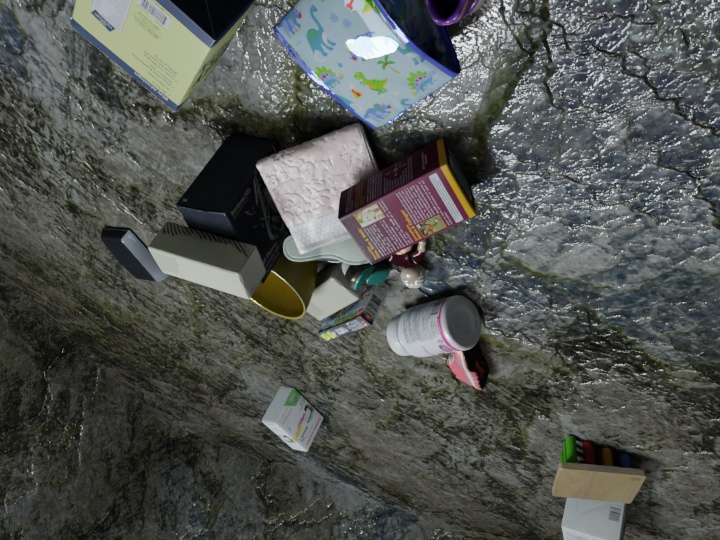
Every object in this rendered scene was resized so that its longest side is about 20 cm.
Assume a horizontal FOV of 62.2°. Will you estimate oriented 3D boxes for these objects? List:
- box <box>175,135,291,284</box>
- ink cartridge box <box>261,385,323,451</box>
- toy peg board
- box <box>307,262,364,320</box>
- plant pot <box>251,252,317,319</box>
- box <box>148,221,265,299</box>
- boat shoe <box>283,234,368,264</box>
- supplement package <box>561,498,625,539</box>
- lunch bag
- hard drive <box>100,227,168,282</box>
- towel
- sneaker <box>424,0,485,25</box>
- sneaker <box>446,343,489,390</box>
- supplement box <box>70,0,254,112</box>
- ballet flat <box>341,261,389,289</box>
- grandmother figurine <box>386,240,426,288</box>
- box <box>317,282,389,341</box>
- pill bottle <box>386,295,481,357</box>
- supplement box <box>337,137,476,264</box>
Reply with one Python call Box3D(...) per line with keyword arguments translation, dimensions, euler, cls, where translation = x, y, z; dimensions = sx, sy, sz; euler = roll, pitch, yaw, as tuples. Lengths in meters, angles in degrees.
Box3D(translation=(-0.223, -0.118, 1.159), dimensions=(0.122, 0.201, 0.198), euler=(10, 144, 25), cls="box")
Box3D(translation=(-0.240, 0.536, 2.153), dimensions=(0.083, 0.146, 0.201), euler=(-4, 136, 41), cls="ink cartridge box")
Box3D(translation=(0.600, 0.505, 1.527), dimensions=(0.196, 0.099, 0.201), euler=(1, 142, 12), cls="toy peg board")
Box3D(translation=(-0.067, 0.044, 1.379), dimensions=(0.082, 0.069, 0.199), euler=(38, 147, -15), cls="box")
Box3D(translation=(-0.173, -0.012, 1.320), dimensions=(0.198, 0.143, 0.201), euler=(23, 150, 14), cls="plant pot")
Box3D(translation=(-0.278, -0.020, 1.085), dimensions=(0.198, 0.069, 0.083), euler=(16, 147, 18), cls="box")
Box3D(translation=(-0.047, -0.052, 1.142), dimensions=(0.197, 0.060, 0.077), euler=(4, 100, 10), cls="boat shoe")
Box3D(translation=(0.662, 0.707, 1.683), dimensions=(0.149, 0.153, 0.201), euler=(7, 143, 29), cls="supplement package")
Box3D(translation=(0.017, -0.301, 0.784), dimensions=(0.201, 0.128, 0.169), euler=(50, 143, -15), cls="lunch bag")
Box3D(translation=(-0.673, -0.042, 1.769), dimensions=(0.133, 0.043, 0.201), euler=(7, 142, 31), cls="hard drive")
Box3D(translation=(-0.058, -0.138, 1.050), dimensions=(0.197, 0.032, 0.193), euler=(-17, 116, 13), cls="towel")
Box3D(translation=(0.089, -0.367, 0.670), dimensions=(0.080, 0.089, 0.201), euler=(6, 141, 34), cls="sneaker")
Box3D(translation=(0.234, 0.211, 1.390), dimensions=(0.086, 0.074, 0.201), euler=(7, 142, 33), cls="sneaker")
Box3D(translation=(-0.293, -0.390, 0.889), dimensions=(0.199, 0.135, 0.199), euler=(39, 147, -17), cls="supplement box")
Box3D(translation=(0.000, 0.000, 1.207), dimensions=(0.068, 0.068, 0.200), euler=(39, -171, 14), cls="ballet flat")
Box3D(translation=(0.076, -0.043, 1.170), dimensions=(0.120, 0.061, 0.201), euler=(11, 142, 42), cls="grandmother figurine")
Box3D(translation=(-0.018, 0.095, 1.388), dimensions=(0.035, 0.111, 0.199), euler=(38, 147, -17), cls="box")
Box3D(translation=(0.154, 0.127, 1.295), dimensions=(0.113, 0.114, 0.199), euler=(42, 147, -21), cls="pill bottle")
Box3D(translation=(0.074, -0.110, 0.976), dimensions=(0.198, 0.086, 0.111), euler=(-24, 125, 21), cls="supplement box")
